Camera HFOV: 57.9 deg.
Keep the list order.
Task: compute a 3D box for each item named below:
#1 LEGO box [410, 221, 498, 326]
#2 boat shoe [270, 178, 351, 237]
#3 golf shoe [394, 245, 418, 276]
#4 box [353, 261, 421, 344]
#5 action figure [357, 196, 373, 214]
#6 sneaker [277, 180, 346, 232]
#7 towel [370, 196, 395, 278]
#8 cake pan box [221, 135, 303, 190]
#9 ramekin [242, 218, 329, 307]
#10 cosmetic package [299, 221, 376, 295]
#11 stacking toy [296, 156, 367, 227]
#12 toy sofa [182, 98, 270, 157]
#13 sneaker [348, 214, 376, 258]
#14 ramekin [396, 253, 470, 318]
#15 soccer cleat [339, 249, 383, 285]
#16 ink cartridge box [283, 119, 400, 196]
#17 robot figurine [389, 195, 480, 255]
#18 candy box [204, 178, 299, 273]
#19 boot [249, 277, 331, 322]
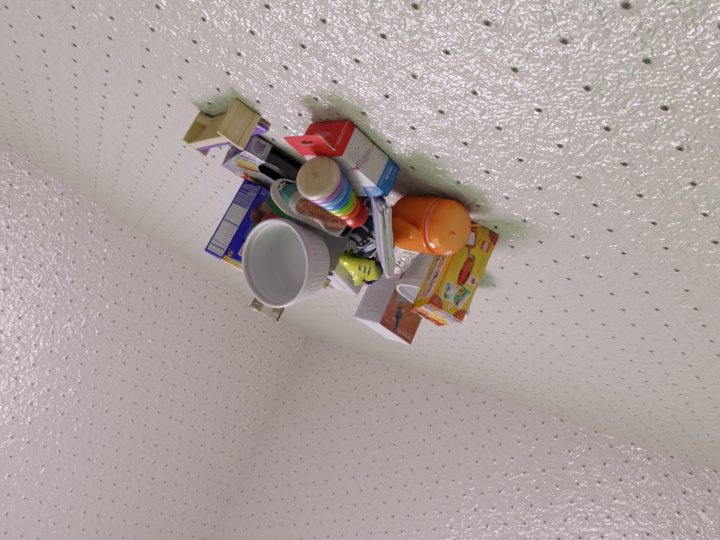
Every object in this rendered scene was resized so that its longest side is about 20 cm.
[{"bbox_3d":[0.198,0.010,1.392,0.077,0.200,0.149,28,167,-8],"label":"LEGO box"},{"bbox_3d":[-0.115,-0.140,1.476,0.200,0.075,0.093,33,-179,-11],"label":"boat shoe"},{"bbox_3d":[0.109,-0.036,1.589,0.075,0.092,0.200,15,167,-9],"label":"golf shoe"},{"bbox_3d":[0.100,0.082,1.824,0.106,0.200,0.152,10,161,46],"label":"box"},{"bbox_3d":[-0.032,-0.169,1.408,0.130,0.069,0.200,13,164,29],"label":"action figure"},{"bbox_3d":[-0.094,-0.140,1.355,0.080,0.071,0.200,44,-170,31],"label":"sneaker"},{"bbox_3d":[0.044,-0.082,1.307,0.024,0.147,0.200,-6,-161,-3],"label":"towel"},{"bbox_3d":[-0.209,-0.233,1.514,0.184,0.052,0.200,29,165,-25],"label":"cake pan box"},{"bbox_3d":[-0.165,-0.019,1.493,0.200,0.201,0.105,16,-168,32],"label":"ramekin"},{"bbox_3d":[-0.084,-0.061,1.688,0.200,0.165,0.165,17,164,29],"label":"cosmetic package"},{"bbox_3d":[-0.042,-0.140,1.250,0.085,0.085,0.200,18,171,27],"label":"stacking toy"},{"bbox_3d":[-0.284,-0.287,1.374,0.098,0.083,0.200,36,162,-33],"label":"toy sofa"},{"bbox_3d":[0.061,-0.079,1.490,0.200,0.109,0.070,15,163,36],"label":"sneaker"},{"bbox_3d":[0.203,0.038,1.686,0.200,0.105,0.200,24,166,7],"label":"ramekin"},{"bbox_3d":[0.001,0.000,1.585,0.065,0.084,0.200,30,-174,24],"label":"soccer cleat"},{"bbox_3d":[-0.034,-0.219,1.225,0.116,0.067,0.200,9,159,47],"label":"ink cartridge box"},{"bbox_3d":[0.135,-0.090,1.305,0.200,0.117,0.144,11,161,44],"label":"robot figurine"},{"bbox_3d":[-0.255,-0.092,1.578,0.077,0.200,0.169,25,174,37],"label":"candy box"},{"bbox_3d":[-0.176,0.057,1.611,0.200,0.155,0.072,14,161,37],"label":"boot"}]
